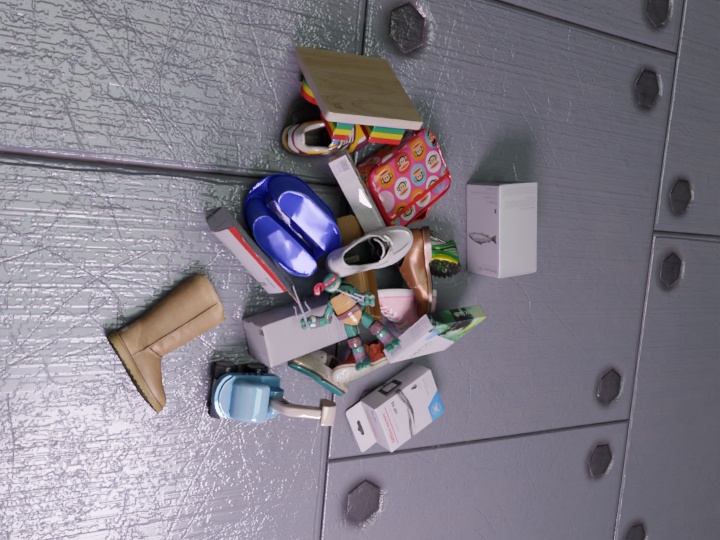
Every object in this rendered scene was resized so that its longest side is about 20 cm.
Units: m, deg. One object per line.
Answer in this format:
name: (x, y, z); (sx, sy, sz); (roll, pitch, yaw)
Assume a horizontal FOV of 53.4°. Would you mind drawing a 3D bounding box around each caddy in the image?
caddy: (-0.127, -0.086, 1.340); (0.141, 0.105, 0.200); (-41, 120, 7)

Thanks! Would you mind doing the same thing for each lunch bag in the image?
lunch bag: (0.092, -0.177, 1.477); (0.199, 0.081, 0.178); (-40, 120, -23)

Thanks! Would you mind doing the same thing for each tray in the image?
tray: (0.000, 0.000, 1.400); (0.098, 0.036, 0.204); (17, 63, -71)

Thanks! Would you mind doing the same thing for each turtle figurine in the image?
turtle figurine: (-0.022, 0.075, 1.291); (0.201, 0.149, 0.101); (53, 30, -12)

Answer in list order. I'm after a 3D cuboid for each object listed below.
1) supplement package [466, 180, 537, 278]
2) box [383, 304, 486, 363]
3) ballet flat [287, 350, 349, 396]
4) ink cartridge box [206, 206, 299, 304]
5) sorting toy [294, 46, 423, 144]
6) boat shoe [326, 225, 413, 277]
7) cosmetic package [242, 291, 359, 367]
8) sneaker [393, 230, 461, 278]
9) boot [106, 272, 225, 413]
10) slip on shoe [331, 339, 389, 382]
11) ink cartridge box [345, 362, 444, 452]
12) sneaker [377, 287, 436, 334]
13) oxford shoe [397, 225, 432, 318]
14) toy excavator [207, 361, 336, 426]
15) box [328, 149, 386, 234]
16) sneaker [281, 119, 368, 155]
supplement package: (0.316, -0.096, 1.605); (0.116, 0.116, 0.204); (-8, 101, -31)
box: (0.159, 0.132, 1.507); (0.198, 0.144, 0.037); (-7, 60, -48)
ballet flat: (-0.081, 0.190, 1.420); (0.200, 0.067, 0.063); (45, 62, -53)
ink cartridge box: (-0.190, -0.017, 1.252); (0.050, 0.200, 0.161); (-39, 117, 0)
sorting toy: (-0.013, -0.321, 1.336); (0.197, 0.201, 0.070); (-1, 139, -29)
boat shoe: (0.029, -0.041, 1.336); (0.198, 0.065, 0.073); (-16, 88, -33)
cosmetic package: (-0.114, 0.108, 1.374); (0.198, 0.106, 0.092); (-20, 104, -26)
sneaker: (0.123, -0.049, 1.529); (0.197, 0.078, 0.086); (17, 52, -26)
boot: (-0.323, 0.130, 1.273); (0.199, 0.066, 0.177); (-34, 114, -25)
slip on shoe: (-0.003, 0.181, 1.445); (0.199, 0.074, 0.062); (-10, 72, -61)
ink cartridge box: (0.077, 0.306, 1.548); (0.199, 0.066, 0.117); (-31, 113, -24)
sneaker: (0.080, 0.088, 1.509); (0.198, 0.075, 0.107); (4, 91, -36)
oxford shoe: (0.113, 0.010, 1.459); (0.070, 0.071, 0.204); (-5, 107, 2)
toy excavator: (-0.165, 0.242, 1.309); (0.192, 0.199, 0.102); (7, 95, -32)
box: (0.000, -0.136, 1.387); (0.041, 0.039, 0.202); (-23, 113, 14)
sneaker: (-0.047, -0.254, 1.368); (0.197, 0.090, 0.076); (-15, 106, -29)
